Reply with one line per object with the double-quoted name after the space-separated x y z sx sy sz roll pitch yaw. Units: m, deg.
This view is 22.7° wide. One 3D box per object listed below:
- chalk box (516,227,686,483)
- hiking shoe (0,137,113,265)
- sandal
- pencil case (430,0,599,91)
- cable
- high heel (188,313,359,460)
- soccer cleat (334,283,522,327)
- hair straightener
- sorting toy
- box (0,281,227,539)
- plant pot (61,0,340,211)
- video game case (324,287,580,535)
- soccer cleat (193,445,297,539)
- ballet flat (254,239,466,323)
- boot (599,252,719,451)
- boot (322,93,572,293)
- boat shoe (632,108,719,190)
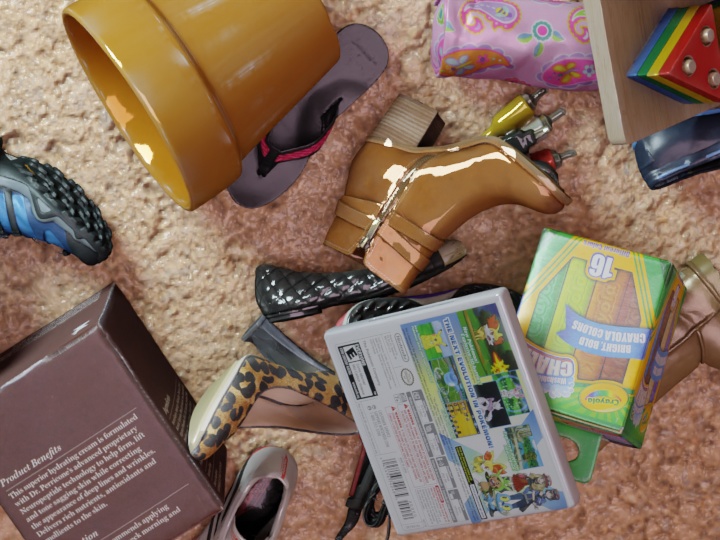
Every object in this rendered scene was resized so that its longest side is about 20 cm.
0.199 0.083 1.588 0.123 0.124 0.202 15 82 19 "chalk box"
-0.314 -0.059 1.606 0.199 0.074 0.087 36 109 -2 "hiking shoe"
-0.053 -0.140 1.608 0.075 0.045 0.200 41 97 -11 "sandal"
0.162 -0.204 1.589 0.198 0.087 0.088 4 102 -4 "pencil case"
0.102 -0.088 1.639 0.199 0.050 0.098 -23 101 13 "cable"
-0.070 0.137 1.598 0.142 0.200 0.071 42 126 -8 "high heel"
0.070 0.052 1.656 0.198 0.073 0.069 -4 82 -20 "soccer cleat"
0.016 0.187 1.651 0.041 0.077 0.201 3 121 -31 "hair straightener"
0.283 -0.230 1.539 0.198 0.069 0.202 -24 107 -39 "sorting toy"
-0.237 0.150 1.601 0.165 0.164 0.201 -31 102 5 "box"
-0.125 -0.184 1.532 0.183 0.200 0.201 -34 103 -12 "plant pot"
0.078 0.126 1.562 0.181 0.022 0.201 -14 102 30 "video game case"
-0.117 0.256 1.673 0.068 0.085 0.201 28 99 -9 "soccer cleat"
0.000 0.000 1.634 0.198 0.066 0.057 -14 86 -3 "ballet flat"
0.287 0.106 1.677 0.200 0.066 0.176 -39 90 5 "boot"
0.072 -0.050 1.566 0.199 0.077 0.156 28 87 19 "boot"
0.349 -0.108 1.623 0.198 0.084 0.069 -10 71 12 "boat shoe"
